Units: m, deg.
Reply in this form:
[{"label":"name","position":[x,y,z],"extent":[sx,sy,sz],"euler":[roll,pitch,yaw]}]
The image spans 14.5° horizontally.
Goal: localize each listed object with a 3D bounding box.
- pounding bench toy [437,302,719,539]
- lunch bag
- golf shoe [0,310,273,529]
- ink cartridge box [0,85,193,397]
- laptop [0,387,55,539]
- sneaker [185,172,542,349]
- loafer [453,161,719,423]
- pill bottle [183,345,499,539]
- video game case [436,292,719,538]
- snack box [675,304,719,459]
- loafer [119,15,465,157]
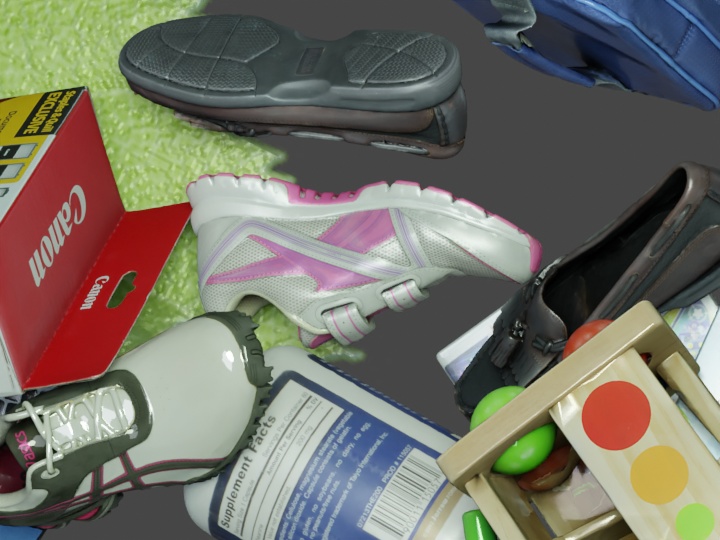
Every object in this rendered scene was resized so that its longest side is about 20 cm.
[{"label":"pounding bench toy","position":[0.103,0.134,1.354],"extent":[0.200,0.124,0.156],"euler":[-37,70,5]},{"label":"lunch bag","position":[0.120,-0.161,1.431],"extent":[0.135,0.200,0.133],"euler":[17,86,33]},{"label":"golf shoe","position":[-0.129,0.084,1.439],"extent":[0.199,0.088,0.078],"euler":[-32,73,32]},{"label":"ink cartridge box","position":[-0.198,-0.014,1.486],"extent":[0.174,0.200,0.084],"euler":[-8,117,16]},{"label":"laptop","position":[-0.263,0.090,1.549],"extent":[0.186,0.116,0.201],"euler":[14,90,12]},{"label":"sneaker","position":[0.000,0.000,1.515],"extent":[0.199,0.081,0.089],"euler":[3,83,19]},{"label":"loafer","position":[0.117,0.010,1.456],"extent":[0.200,0.063,0.072],"euler":[-38,44,22]},{"label":"pill bottle","position":[-0.023,0.109,1.495],"extent":[0.199,0.111,0.111],"euler":[29,93,16]},{"label":"video game case","position":[0.153,0.087,1.507],"extent":[0.143,0.018,0.201],"euler":[-36,80,9]},{"label":"snack box","position":[0.253,0.069,1.447],"extent":[0.168,0.068,0.201],"euler":[24,85,10]},{"label":"loafer","position":[-0.037,-0.092,1.518],"extent":[0.199,0.072,0.063],"euler":[6,132,25]}]
